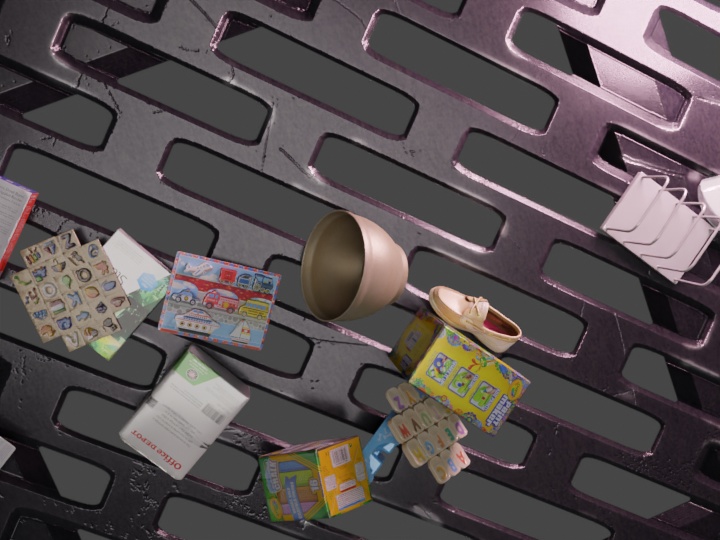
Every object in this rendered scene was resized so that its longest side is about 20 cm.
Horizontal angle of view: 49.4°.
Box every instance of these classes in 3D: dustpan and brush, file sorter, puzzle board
[{"bbox_3d":[0.766,-0.100,1.587,0.139,0.057,0.200,-14,92,5],"label":"dustpan and brush"},{"bbox_3d":[0.605,-0.079,1.524,0.200,0.125,0.139,34,90,-10],"label":"file sorter"},{"bbox_3d":[-0.259,0.059,1.452,0.200,0.017,0.151,14,94,-19],"label":"puzzle board"}]

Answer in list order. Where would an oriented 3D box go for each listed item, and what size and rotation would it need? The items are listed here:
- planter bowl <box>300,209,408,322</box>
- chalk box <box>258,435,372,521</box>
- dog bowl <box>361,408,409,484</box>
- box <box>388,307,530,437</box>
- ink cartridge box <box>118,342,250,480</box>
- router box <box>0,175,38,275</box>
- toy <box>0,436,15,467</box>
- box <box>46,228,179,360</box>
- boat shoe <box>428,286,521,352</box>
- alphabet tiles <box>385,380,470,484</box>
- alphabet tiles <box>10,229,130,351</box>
[{"bbox_3d":[0.000,0.000,1.426,0.135,0.200,0.201,10,96,-36],"label":"planter bowl"},{"bbox_3d":[-0.100,0.386,1.444,0.124,0.200,0.124,-5,80,-50],"label":"chalk box"},{"bbox_3d":[0.035,0.342,1.500,0.050,0.111,0.200,37,91,9],"label":"dog bowl"},{"bbox_3d":[0.177,0.182,1.453,0.192,0.200,0.122,33,91,-9],"label":"box"},{"bbox_3d":[-0.323,0.259,1.447,0.146,0.084,0.200,41,90,-10],"label":"ink cartridge box"},{"bbox_3d":[-0.700,-0.099,1.371,0.200,0.049,0.180,25,92,-10],"label":"router box"},{"bbox_3d":[-0.730,0.299,1.413,0.200,0.047,0.115,38,93,-7],"label":"toy"},{"bbox_3d":[-0.450,0.044,1.430,0.144,0.036,0.200,41,90,-10],"label":"box"},{"bbox_3d":[0.224,0.083,1.503,0.200,0.069,0.074,31,49,-17],"label":"boat shoe"},{"bbox_3d":[0.129,0.294,1.466,0.015,0.200,0.196,-39,75,32],"label":"alphabet tiles"},{"bbox_3d":[-0.517,0.037,1.400,0.166,0.006,0.200,-24,98,-5],"label":"alphabet tiles"}]
